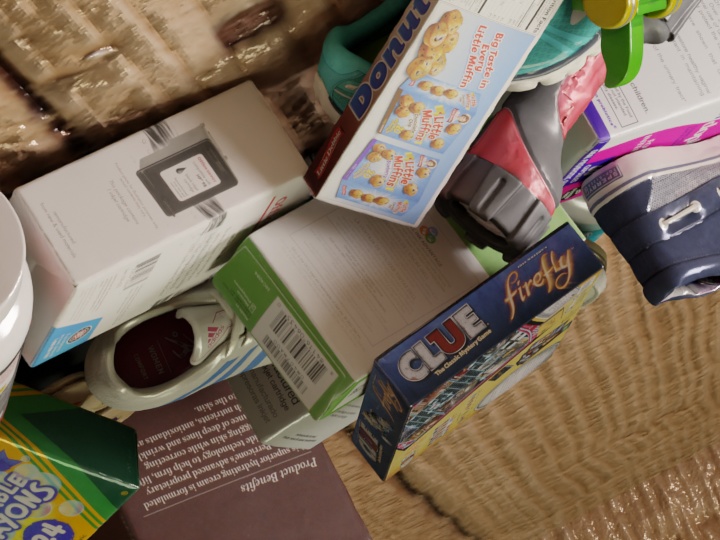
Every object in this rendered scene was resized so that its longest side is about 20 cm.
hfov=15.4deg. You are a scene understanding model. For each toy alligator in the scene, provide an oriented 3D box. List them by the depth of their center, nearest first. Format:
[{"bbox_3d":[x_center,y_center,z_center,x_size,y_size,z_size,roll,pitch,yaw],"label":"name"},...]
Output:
[{"bbox_3d":[0.151,-0.195,1.424,0.059,0.054,0.200,-20,133,-49],"label":"toy alligator"}]

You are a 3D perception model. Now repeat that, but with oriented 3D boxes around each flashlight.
[{"bbox_3d":[0.124,-0.099,1.523,0.200,0.068,0.068,-51,136,-12],"label":"flashlight"}]

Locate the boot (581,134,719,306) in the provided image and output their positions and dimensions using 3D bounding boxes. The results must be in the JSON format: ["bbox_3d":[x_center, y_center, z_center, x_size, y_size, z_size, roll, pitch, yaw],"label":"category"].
[{"bbox_3d":[0.222,-0.032,1.662,0.200,0.090,0.073,-14,162,-44],"label":"boot"}]

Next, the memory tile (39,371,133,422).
[{"bbox_3d":[-0.206,0.113,1.693,0.200,0.017,0.153,-40,168,30],"label":"memory tile"}]

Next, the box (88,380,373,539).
[{"bbox_3d":[-0.127,0.161,1.869,0.166,0.200,0.164,-18,163,-29],"label":"box"}]

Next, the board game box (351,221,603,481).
[{"bbox_3d":[0.063,0.050,1.529,0.135,0.035,0.200,-36,169,-13],"label":"board game box"}]

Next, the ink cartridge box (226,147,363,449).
[{"bbox_3d":[0.000,0.000,1.663,0.200,0.147,0.083,-33,164,15],"label":"ink cartridge box"}]

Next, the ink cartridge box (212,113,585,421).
[{"bbox_3d":[0.024,-0.006,1.545,0.200,0.104,0.059,-30,169,-36],"label":"ink cartridge box"}]

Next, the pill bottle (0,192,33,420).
[{"bbox_3d":[-0.233,0.027,1.399,0.116,0.116,0.200,-22,164,-21],"label":"pill bottle"}]

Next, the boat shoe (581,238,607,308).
[{"bbox_3d":[0.072,0.034,1.719,0.200,0.068,0.075,-19,139,33],"label":"boat shoe"}]

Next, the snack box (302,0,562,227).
[{"bbox_3d":[0.048,-0.113,1.432,0.072,0.024,0.200,15,119,-34],"label":"snack box"}]

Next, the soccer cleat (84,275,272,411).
[{"bbox_3d":[-0.068,0.028,1.565,0.200,0.070,0.086,-27,179,-8],"label":"soccer cleat"}]

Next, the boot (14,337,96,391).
[{"bbox_3d":[-0.189,0.043,1.623,0.165,0.066,0.200,-24,170,-48],"label":"boot"}]

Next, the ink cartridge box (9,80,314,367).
[{"bbox_3d":[-0.107,-0.034,1.490,0.200,0.067,0.116,-27,167,-30],"label":"ink cartridge box"}]

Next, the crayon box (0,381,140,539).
[{"bbox_3d":[-0.248,0.115,1.578,0.200,0.052,0.126,25,128,-29],"label":"crayon box"}]

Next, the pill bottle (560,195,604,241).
[{"bbox_3d":[0.099,-0.043,1.762,0.111,0.111,0.200,-16,162,-37],"label":"pill bottle"}]

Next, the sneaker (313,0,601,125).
[{"bbox_3d":[0.067,-0.138,1.472,0.200,0.078,0.080,-27,153,-9],"label":"sneaker"}]

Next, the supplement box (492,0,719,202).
[{"bbox_3d":[0.180,-0.125,1.648,0.200,0.103,0.101,-21,165,-29],"label":"supplement box"}]
